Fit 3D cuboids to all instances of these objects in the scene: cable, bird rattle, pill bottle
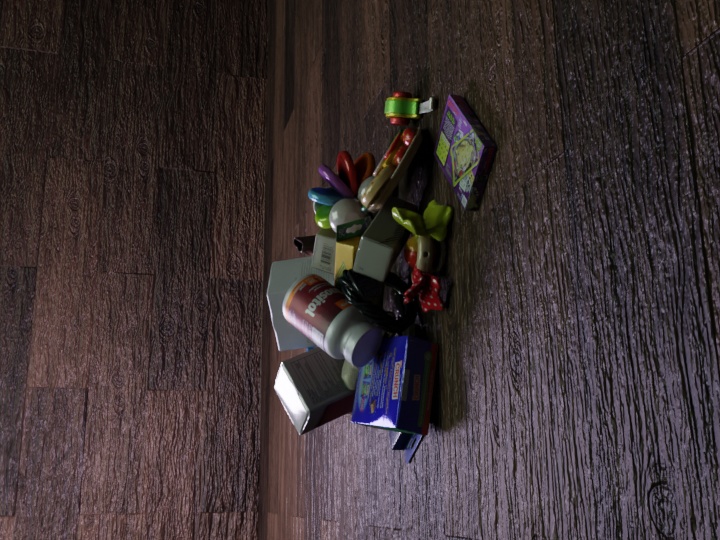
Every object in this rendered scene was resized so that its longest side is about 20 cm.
[{"bbox_3d":[0.033,0.054,1.597,0.051,0.199,0.165,-37,83,28],"label":"cable"},{"bbox_3d":[0.121,-0.027,1.525,0.163,0.110,0.205,-105,9,-85],"label":"bird rattle"},{"bbox_3d":[-0.053,0.099,1.601,0.199,0.112,0.115,34,125,34],"label":"pill bottle"}]

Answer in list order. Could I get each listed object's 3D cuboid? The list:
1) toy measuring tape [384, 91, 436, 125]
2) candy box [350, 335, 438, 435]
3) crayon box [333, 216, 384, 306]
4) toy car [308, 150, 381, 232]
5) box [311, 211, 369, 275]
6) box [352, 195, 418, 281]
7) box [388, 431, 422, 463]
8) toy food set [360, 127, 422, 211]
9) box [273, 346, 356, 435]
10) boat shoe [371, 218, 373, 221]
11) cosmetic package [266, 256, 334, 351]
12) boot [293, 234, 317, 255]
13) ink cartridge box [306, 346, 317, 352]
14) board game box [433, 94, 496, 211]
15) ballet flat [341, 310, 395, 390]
[{"bbox_3d":[0.093,-0.335,1.677,0.200,0.072,0.075,-157,71,-75],"label":"toy measuring tape"},{"bbox_3d":[0.064,0.219,1.571,0.199,0.076,0.173,165,117,-65],"label":"candy box"},{"bbox_3d":[0.000,0.000,1.696,0.051,0.125,0.205,14,110,33],"label":"crayon box"},{"bbox_3d":[-0.035,-0.188,1.857,0.151,0.199,0.175,55,174,-29],"label":"toy car"},{"bbox_3d":[-0.045,-0.078,1.971,0.200,0.076,0.097,-56,-20,-59],"label":"box"},{"bbox_3d":[0.052,-0.066,1.612,0.201,0.067,0.083,-58,-14,-55],"label":"box"},{"bbox_3d":[0.082,0.274,1.662,0.122,0.032,0.203,109,157,-45],"label":"box"},{"bbox_3d":[0.061,-0.207,1.663,0.202,0.048,0.198,-59,5,-1],"label":"toy food set"},{"bbox_3d":[-0.065,0.237,1.733,0.129,0.197,0.110,56,148,24],"label":"box"},{"bbox_3d":[0.020,-0.026,1.918,0.203,0.072,0.067,95,153,-42],"label":"boat shoe"},{"bbox_3d":[-0.116,0.074,2.014,0.166,0.195,0.168,-90,-8,-61],"label":"cosmetic package"},{"bbox_3d":[-0.095,-0.083,2.146,0.200,0.163,0.074,-130,46,-69],"label":"boot"},{"bbox_3d":[-0.046,0.258,1.929,0.200,0.141,0.087,-129,44,-69],"label":"ink cartridge box"},{"bbox_3d":[0.177,-0.206,1.413,0.202,0.032,0.122,-108,22,-52],"label":"board game box"},{"bbox_3d":[0.018,0.160,1.707,0.201,0.066,0.063,-57,-12,-40],"label":"ballet flat"}]
